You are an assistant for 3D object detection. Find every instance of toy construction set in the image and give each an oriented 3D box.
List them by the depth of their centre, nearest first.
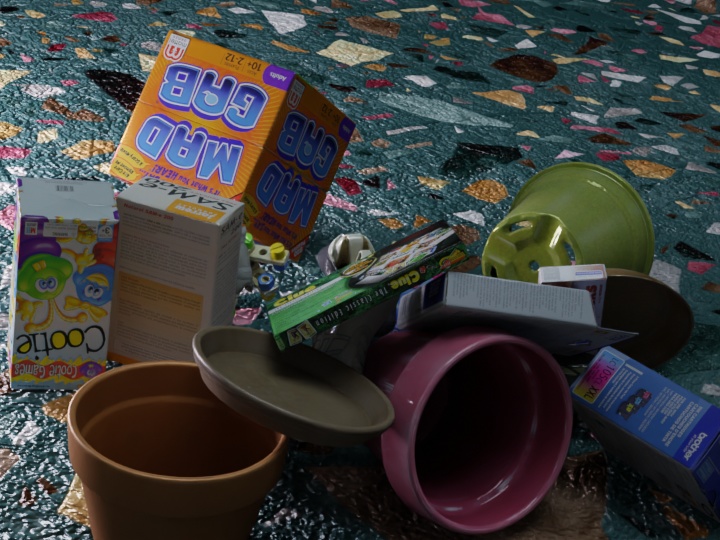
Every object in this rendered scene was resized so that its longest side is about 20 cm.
[{"bbox_3d":[-0.191,-0.012,1.823,0.131,0.093,0.199,-40,40,-26],"label":"toy construction set"}]

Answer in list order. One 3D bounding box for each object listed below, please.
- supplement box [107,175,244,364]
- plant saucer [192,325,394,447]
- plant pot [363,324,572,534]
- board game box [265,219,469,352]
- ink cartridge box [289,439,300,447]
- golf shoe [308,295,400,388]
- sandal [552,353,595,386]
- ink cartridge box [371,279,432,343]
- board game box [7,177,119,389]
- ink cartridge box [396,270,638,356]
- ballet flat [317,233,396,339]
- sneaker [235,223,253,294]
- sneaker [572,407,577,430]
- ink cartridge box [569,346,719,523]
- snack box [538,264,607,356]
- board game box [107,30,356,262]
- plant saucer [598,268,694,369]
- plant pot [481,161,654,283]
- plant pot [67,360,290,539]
[{"bbox_3d":[-0.204,0.013,1.641,0.125,0.202,0.074,16,26,15],"label":"supplement box"},{"bbox_3d":[-0.064,0.107,1.370,0.198,0.030,0.200,22,14,-6],"label":"plant saucer"},{"bbox_3d":[0.083,0.142,1.500,0.198,0.202,0.179,-8,15,-30],"label":"plant pot"},{"bbox_3d":[0.004,0.012,1.442,0.198,0.024,0.105,-26,19,0],"label":"board game box"},{"bbox_3d":[-0.147,0.156,1.536,0.108,0.051,0.199,29,31,34],"label":"ink cartridge box"},{"bbox_3d":[-0.016,0.089,1.497,0.200,0.078,0.097,-46,53,-5],"label":"golf shoe"},{"bbox_3d":[0.202,0.141,1.673,0.199,0.058,0.080,-8,45,-2],"label":"sandal"},{"bbox_3d":[0.042,0.063,1.747,0.135,0.077,0.200,19,29,21],"label":"ink cartridge box"},{"bbox_3d":[-0.319,0.015,1.597,0.104,0.202,0.103,2,26,-16],"label":"board game box"},{"bbox_3d":[0.154,0.045,1.507,0.198,0.044,0.196,8,-11,-11],"label":"ink cartridge box"},{"bbox_3d":[0.000,0.000,1.682,0.072,0.074,0.200,0,28,-17],"label":"ballet flat"},{"bbox_3d":[-0.211,0.016,1.718,0.198,0.093,0.076,-20,-6,25],"label":"sneaker"},{"bbox_3d":[0.160,0.117,1.620,0.086,0.081,0.201,-22,62,-21],"label":"sneaker"},{"bbox_3d":[0.325,0.176,1.541,0.076,0.137,0.199,-49,49,-8],"label":"ink cartridge box"},{"bbox_3d":[0.231,0.065,1.673,0.071,0.201,0.025,-4,51,1],"label":"snack box"},{"bbox_3d":[-0.161,-0.158,1.923,0.198,0.202,0.200,22,-4,26],"label":"board game box"},{"bbox_3d":[0.279,0.056,1.711,0.198,0.201,0.036,6,50,-6],"label":"plant saucer"},{"bbox_3d":[0.237,-0.020,1.819,0.199,0.202,0.184,20,19,22],"label":"plant pot"},{"bbox_3d":[-0.169,0.191,1.353,0.198,0.141,0.201,7,25,-3],"label":"plant pot"}]
